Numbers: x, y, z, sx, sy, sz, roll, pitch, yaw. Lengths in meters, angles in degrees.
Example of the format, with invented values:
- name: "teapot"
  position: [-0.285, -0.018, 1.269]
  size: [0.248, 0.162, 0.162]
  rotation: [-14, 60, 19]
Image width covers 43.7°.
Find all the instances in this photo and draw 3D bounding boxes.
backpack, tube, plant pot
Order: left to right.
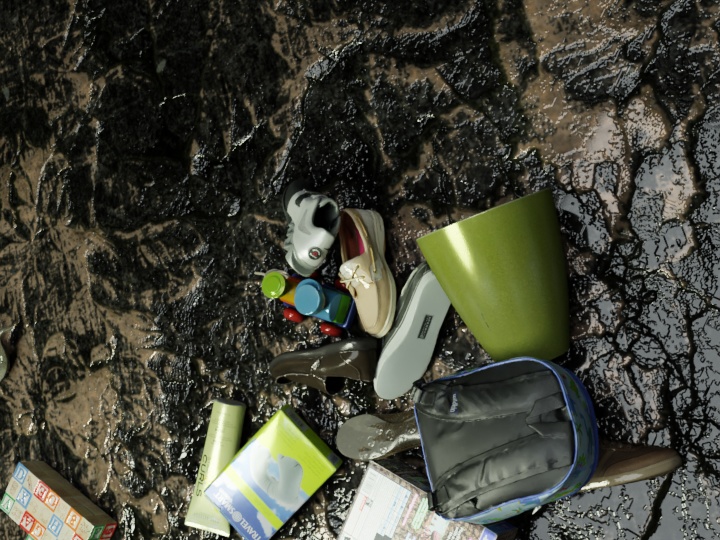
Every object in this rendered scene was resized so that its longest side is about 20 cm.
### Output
- name: "tube"
  position: [-0.217, 0.300, 1.378]
  size: [0.058, 0.051, 0.203]
  rotation: [12, 91, 56]
- name: "plant pot"
  position: [0.191, 0.022, 1.162]
  size: [0.185, 0.187, 0.203]
  rotation: [-20, 89, 22]
- name: "backpack"
  position: [0.185, 0.200, 1.083]
  size: [0.198, 0.146, 0.186]
  rotation: [-24, 63, 30]

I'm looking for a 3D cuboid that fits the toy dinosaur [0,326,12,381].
- name: "toy dinosaur"
  position: [-0.674, 0.172, 1.626]
  size: [0.199, 0.077, 0.103]
  rotation: [-37, 79, 11]

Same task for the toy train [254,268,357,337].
- name: "toy train"
  position: [-0.110, 0.028, 1.332]
  size: [0.198, 0.115, 0.086]
  rotation: [19, 89, 28]

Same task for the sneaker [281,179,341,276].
- name: "sneaker"
  position: [-0.063, -0.082, 1.315]
  size: [0.088, 0.074, 0.201]
  rotation: [-43, 33, 24]

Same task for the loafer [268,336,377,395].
- name: "loafer"
  position: [-0.057, 0.145, 1.292]
  size: [0.198, 0.072, 0.072]
  rotation: [-18, 77, 42]

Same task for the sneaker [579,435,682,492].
- name: "sneaker"
  position: [0.293, 0.233, 1.120]
  size: [0.198, 0.070, 0.077]
  rotation: [-18, 73, 22]

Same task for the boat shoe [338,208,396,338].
- name: "boat shoe"
  position: [0.000, 0.000, 1.284]
  size: [0.074, 0.068, 0.202]
  rotation: [-40, 48, 41]

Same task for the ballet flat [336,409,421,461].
- name: "ballet flat"
  position: [0.055, 0.224, 1.260]
  size: [0.198, 0.046, 0.068]
  rotation: [-20, 69, 27]

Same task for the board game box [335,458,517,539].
- name: "board game box"
  position: [0.080, 0.367, 1.188]
  size: [0.198, 0.097, 0.161]
  rotation: [25, 93, 28]

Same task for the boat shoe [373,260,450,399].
- name: "boat shoe"
  position: [0.070, 0.084, 1.267]
  size: [0.202, 0.070, 0.064]
  rotation: [-65, 30, 12]

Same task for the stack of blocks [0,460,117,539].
- name: "stack of blocks"
  position: [-0.511, 0.420, 1.497]
  size: [0.199, 0.058, 0.116]
  rotation: [29, 95, 28]

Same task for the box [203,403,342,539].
- name: "box"
  position: [-0.136, 0.310, 1.318]
  size: [0.122, 0.048, 0.200]
  rotation: [44, 101, 7]
